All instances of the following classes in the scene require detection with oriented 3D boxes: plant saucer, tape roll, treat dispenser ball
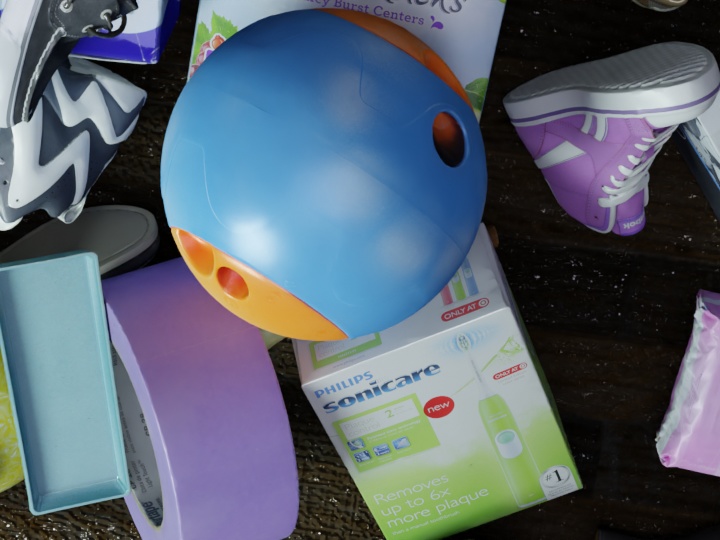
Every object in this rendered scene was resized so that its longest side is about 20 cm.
[{"bbox_3d":[-0.194,0.073,1.167,0.069,0.019,0.202,-11,126,-12],"label":"plant saucer"},{"bbox_3d":[-0.117,0.095,1.198,0.084,0.200,0.202,-16,107,-19],"label":"tape roll"},{"bbox_3d":[-0.022,-0.058,1.095,0.198,0.201,0.203,0,107,1],"label":"treat dispenser ball"}]

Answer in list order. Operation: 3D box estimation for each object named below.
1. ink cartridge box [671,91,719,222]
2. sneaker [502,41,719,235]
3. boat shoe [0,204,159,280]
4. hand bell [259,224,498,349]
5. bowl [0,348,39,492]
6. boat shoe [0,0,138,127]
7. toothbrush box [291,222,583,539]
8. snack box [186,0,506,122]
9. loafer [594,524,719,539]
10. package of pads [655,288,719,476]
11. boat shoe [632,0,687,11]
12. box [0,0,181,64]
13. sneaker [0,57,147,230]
[{"bbox_3d":[0.267,-0.044,1.212,0.039,0.099,0.201,-34,103,-1],"label":"ink cartridge box"},{"bbox_3d":[0.180,-0.081,1.164,0.072,0.200,0.115,-30,102,-21],"label":"sneaker"},{"bbox_3d":[-0.223,0.017,1.264,0.198,0.073,0.063,-24,130,8],"label":"boat shoe"},{"bbox_3d":[0.000,0.000,1.251,0.198,0.104,0.105,-14,106,-9],"label":"hand bell"},{"bbox_3d":[-0.288,0.102,1.214,0.198,0.108,0.201,-3,137,-3],"label":"bowl"},{"bbox_3d":[-0.153,-0.166,1.013,0.066,0.070,0.202,23,99,-4],"label":"boat shoe"},{"bbox_3d":[0.052,0.085,1.219,0.144,0.087,0.201,-20,133,6],"label":"toothbrush box"},{"bbox_3d":[-0.005,-0.179,1.193,0.198,0.068,0.170,12,108,-4],"label":"snack box"},{"bbox_3d":[0.188,0.222,1.308,0.198,0.073,0.073,-24,102,6],"label":"loafer"},{"bbox_3d":[0.316,0.097,1.267,0.198,0.076,0.122,13,109,-3],"label":"package of pads"},{"bbox_3d":[0.148,-0.249,1.166,0.200,0.076,0.072,40,103,-10],"label":"boat shoe"},{"bbox_3d":[-0.157,-0.247,1.116,0.104,0.184,0.202,8,107,-3],"label":"box"},{"bbox_3d":[-0.241,-0.087,1.134,0.198,0.079,0.131,16,99,-45],"label":"sneaker"}]
